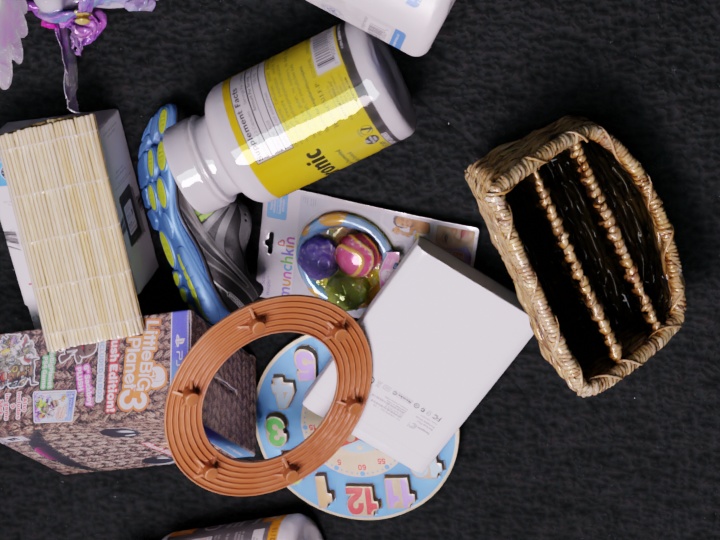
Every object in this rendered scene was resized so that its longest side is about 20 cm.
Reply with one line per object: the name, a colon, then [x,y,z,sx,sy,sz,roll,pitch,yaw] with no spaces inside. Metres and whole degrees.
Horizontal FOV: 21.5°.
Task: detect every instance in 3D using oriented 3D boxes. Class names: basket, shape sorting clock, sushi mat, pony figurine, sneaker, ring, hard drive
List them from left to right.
pony figurine: [-0.260,-0.242,1.607,0.199,0.166,0.194,-16,79,24]
sushi mat: [-0.254,-0.033,1.663,0.095,0.012,0.201,-12,93,17]
sneaker: [-0.142,-0.054,1.705,0.071,0.082,0.201,-4,106,61]
ring: [-0.076,0.113,1.648,0.199,0.019,0.201,-14,123,-22]
shape sorting clock: [-0.005,0.146,1.781,0.199,0.039,0.201,6,117,11]
hard drive: [0.054,0.078,1.697,0.131,0.027,0.200,31,120,-9]
basket: [0.191,-0.019,1.565,0.142,0.149,0.201,-25,100,0]

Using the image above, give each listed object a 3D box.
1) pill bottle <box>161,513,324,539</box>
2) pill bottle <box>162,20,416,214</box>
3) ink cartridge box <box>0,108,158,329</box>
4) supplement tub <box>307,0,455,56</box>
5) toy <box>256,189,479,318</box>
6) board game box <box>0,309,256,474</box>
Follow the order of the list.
pill bottle: [-0.137,0.305,1.848,0.199,0.116,0.117,-10,113,18]
pill bottle: [-0.062,-0.125,1.605,0.199,0.111,0.112,-24,108,14]
ink cartridge box: [-0.259,-0.038,1.737,0.115,0.067,0.201,-5,114,15]
supplement tub: [-0.007,-0.271,1.524,0.199,0.132,0.132,28,119,-1]
toy: [0.000,0.000,1.703,0.199,0.047,0.116,11,116,8]
board game box: [-0.215,0.115,1.738,0.199,0.159,0.097,-8,69,17]
